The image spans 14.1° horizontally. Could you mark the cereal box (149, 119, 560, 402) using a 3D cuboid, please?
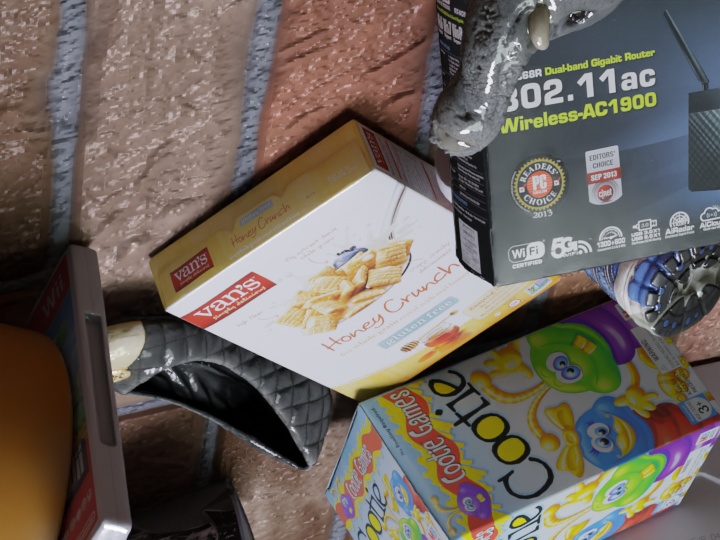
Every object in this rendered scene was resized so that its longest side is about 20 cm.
[{"bbox_3d":[0.000,0.000,1.574,0.144,0.040,0.200,-34,148,21],"label":"cereal box"}]

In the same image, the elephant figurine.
[{"bbox_3d":[0.098,-0.169,1.303,0.154,0.142,0.200,-6,141,0],"label":"elephant figurine"}]

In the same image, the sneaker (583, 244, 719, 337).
[{"bbox_3d":[0.191,-0.030,1.634,0.200,0.085,0.077,-18,130,-49],"label":"sneaker"}]

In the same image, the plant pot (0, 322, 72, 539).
[{"bbox_3d":[-0.266,0.107,1.443,0.183,0.201,0.200,16,134,-24],"label":"plant pot"}]

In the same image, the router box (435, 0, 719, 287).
[{"bbox_3d":[0.141,-0.086,1.438,0.199,0.062,0.150,-11,109,-15],"label":"router box"}]

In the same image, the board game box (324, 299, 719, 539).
[{"bbox_3d":[0.097,0.110,1.704,0.199,0.103,0.105,-21,153,-26],"label":"board game box"}]

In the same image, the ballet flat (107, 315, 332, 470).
[{"bbox_3d":[-0.082,0.065,1.596,0.066,0.057,0.200,-21,154,36],"label":"ballet flat"}]

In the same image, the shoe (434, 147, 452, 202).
[{"bbox_3d":[0.139,-0.067,1.534,0.200,0.072,0.091,-26,143,-4],"label":"shoe"}]

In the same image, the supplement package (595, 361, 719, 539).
[{"bbox_3d":[0.180,0.161,1.823,0.199,0.156,0.111,-10,146,-20],"label":"supplement package"}]

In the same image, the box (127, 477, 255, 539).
[{"bbox_3d":[-0.152,0.202,1.681,0.199,0.158,0.048,-23,108,0],"label":"box"}]

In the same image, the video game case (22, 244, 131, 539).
[{"bbox_3d":[-0.160,0.103,1.463,0.017,0.200,0.143,16,126,-24],"label":"video game case"}]
